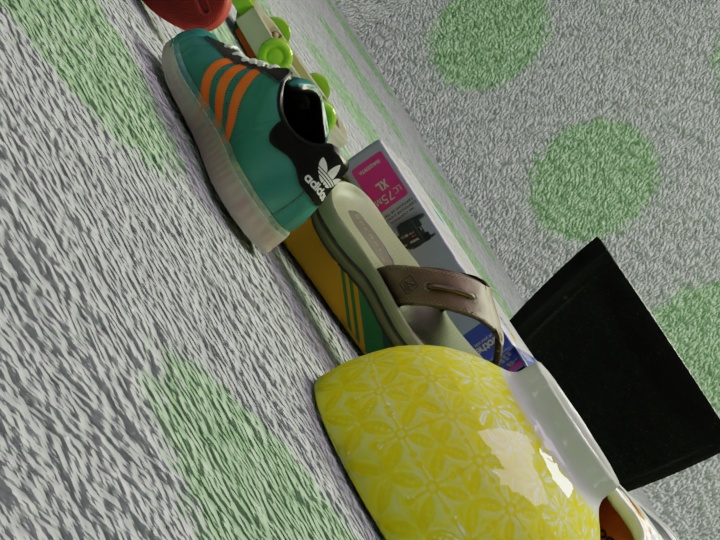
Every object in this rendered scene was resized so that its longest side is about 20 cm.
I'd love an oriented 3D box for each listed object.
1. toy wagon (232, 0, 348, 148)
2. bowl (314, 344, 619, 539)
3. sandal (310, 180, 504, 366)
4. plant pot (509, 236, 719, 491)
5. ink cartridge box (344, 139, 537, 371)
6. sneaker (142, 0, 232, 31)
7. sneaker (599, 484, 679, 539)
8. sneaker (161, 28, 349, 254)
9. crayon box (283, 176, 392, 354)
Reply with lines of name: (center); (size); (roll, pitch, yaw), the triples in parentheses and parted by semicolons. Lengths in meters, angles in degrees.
toy wagon: (-0.077, -0.203, 1.784); (0.201, 0.039, 0.155); (54, 6, -14)
bowl: (0.073, 0.111, 1.012); (0.201, 0.107, 0.200); (54, 6, -9)
sandal: (0.043, 0.014, 1.138); (0.201, 0.057, 0.080); (52, 19, 18)
plant pot: (0.202, 0.107, 1.702); (0.200, 0.177, 0.200); (55, 5, -1)
ink cartridge box: (0.062, 0.009, 1.291); (0.201, 0.042, 0.119); (55, 5, 11)
sneaker: (-0.136, -0.240, 1.352); (0.201, 0.078, 0.115); (59, 8, 19)
sneaker: (0.107, 0.131, 1.143); (0.199, 0.079, 0.079); (33, 6, 24)
sneaker: (-0.061, -0.094, 1.150); (0.071, 0.080, 0.201); (50, 9, -43)
crayon box: (0.000, 0.000, 1.278); (0.201, 0.051, 0.126); (54, 6, -17)
